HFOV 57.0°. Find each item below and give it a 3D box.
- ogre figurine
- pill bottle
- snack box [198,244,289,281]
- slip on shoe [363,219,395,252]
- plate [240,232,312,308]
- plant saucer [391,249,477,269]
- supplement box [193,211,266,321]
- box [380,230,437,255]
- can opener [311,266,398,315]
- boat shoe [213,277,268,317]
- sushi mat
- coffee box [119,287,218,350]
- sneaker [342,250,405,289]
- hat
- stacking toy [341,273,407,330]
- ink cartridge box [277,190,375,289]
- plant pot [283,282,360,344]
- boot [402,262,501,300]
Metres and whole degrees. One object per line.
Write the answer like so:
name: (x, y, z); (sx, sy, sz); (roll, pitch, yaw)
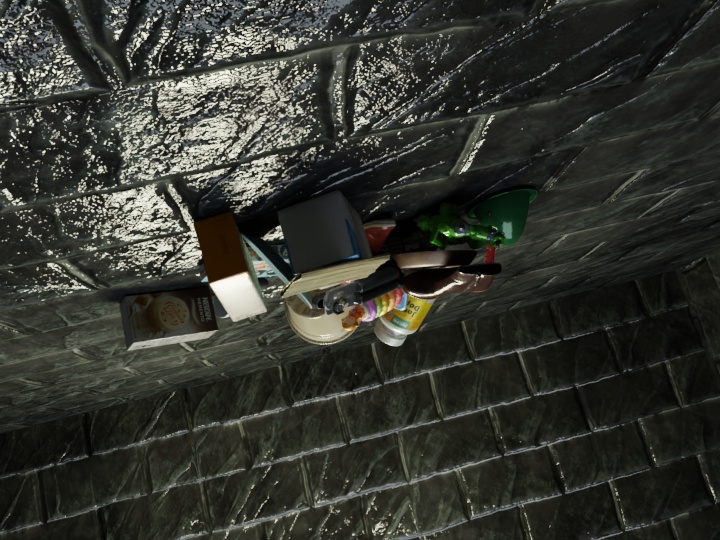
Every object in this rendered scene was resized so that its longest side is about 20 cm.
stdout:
ogre figurine: (0.203, -0.088, 1.433); (0.120, 0.200, 0.098); (15, 109, -42)
pill bottle: (0.112, 0.085, 1.640); (0.112, 0.113, 0.201); (-1, 128, -45)
snack box: (-0.234, -0.017, 1.425); (0.199, 0.037, 0.116); (-5, 163, -34)
slip on shoe: (0.023, -0.063, 1.458); (0.074, 0.062, 0.200); (-5, 163, -28)
plate: (-0.154, -0.006, 1.276); (0.026, 0.200, 0.200); (-44, 169, -8)
plant saucer: (0.167, -0.022, 1.506); (0.199, 0.035, 0.200); (-4, 177, 0)
supplement box: (-0.237, -0.002, 1.221); (0.073, 0.127, 0.200); (-18, 157, -5)
box: (0.082, -0.040, 1.636); (0.199, 0.050, 0.158); (-12, 166, -8)
can opener: (-0.010, 0.035, 1.327); (0.067, 0.054, 0.199); (23, -149, 39)
boat shoe: (-0.295, 0.063, 1.640); (0.066, 0.070, 0.200); (0, 153, -42)
sushi mat: (-0.045, 0.009, 1.192); (0.199, 0.012, 0.096); (-13, 163, -36)
coffee box: (-0.450, 0.111, 1.558); (0.199, 0.115, 0.080); (-7, 165, -32)
sneaker: (0.000, 0.000, 1.432); (0.199, 0.074, 0.087); (20, 136, -16)
hat: (0.341, -0.069, 1.507); (0.165, 0.177, 0.200); (-13, 167, -2)
stacking toy: (0.017, 0.075, 1.501); (0.116, 0.110, 0.200); (19, -142, 26)
ink cartridge box: (-0.057, -0.050, 1.274); (0.125, 0.129, 0.200); (-18, 166, 9)
plant pot: (-0.097, 0.061, 1.537); (0.199, 0.201, 0.184); (-15, 166, 2)
boot: (0.194, 0.012, 1.442); (0.199, 0.073, 0.166); (-2, 165, -4)
